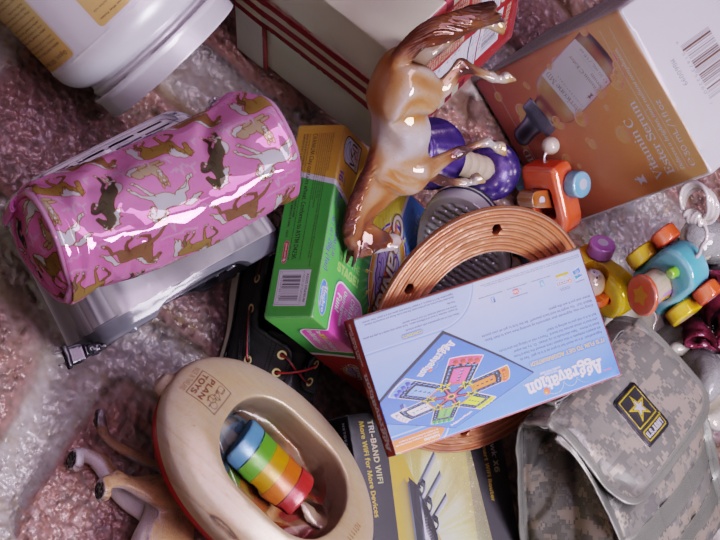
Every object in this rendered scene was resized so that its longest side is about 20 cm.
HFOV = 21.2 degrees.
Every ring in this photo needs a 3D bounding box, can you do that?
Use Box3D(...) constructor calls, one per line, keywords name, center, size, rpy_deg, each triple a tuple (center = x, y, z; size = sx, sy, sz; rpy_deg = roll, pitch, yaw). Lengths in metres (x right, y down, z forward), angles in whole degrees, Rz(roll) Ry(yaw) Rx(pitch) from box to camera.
Box3D(name="ring", center=(0.087, 0.044, 1.457), size=(0.200, 0.019, 0.201), rpy_deg=(-14, 118, -27))

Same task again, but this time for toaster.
Box3D(name="toaster", center=(-0.168, -0.026, 1.393), size=(0.200, 0.114, 0.129), rpy_deg=(-30, 91, -28))

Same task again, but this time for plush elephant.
Box3D(name="plush elephant", center=(0.298, 0.050, 1.634), size=(0.164, 0.200, 0.155), rpy_deg=(24, 89, -10))

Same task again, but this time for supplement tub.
Box3D(name="supplement tub", center=(-0.204, -0.225, 1.396), size=(0.200, 0.145, 0.145), rpy_deg=(47, 60, -13))

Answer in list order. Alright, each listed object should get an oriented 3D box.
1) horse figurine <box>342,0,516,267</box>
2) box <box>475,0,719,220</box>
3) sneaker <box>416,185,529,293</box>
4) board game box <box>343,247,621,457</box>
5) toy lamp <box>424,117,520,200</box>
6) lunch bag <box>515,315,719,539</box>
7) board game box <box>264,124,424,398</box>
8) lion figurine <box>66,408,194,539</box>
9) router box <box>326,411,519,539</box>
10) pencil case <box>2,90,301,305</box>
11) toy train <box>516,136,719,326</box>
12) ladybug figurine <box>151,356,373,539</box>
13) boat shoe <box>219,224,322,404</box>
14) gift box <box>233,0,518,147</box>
Box3D(name="horse figurine", center=(0.047, -0.107, 1.368), size=(0.132, 0.200, 0.050), rpy_deg=(-14, 41, -26))
Box3D(name="box", center=(0.220, -0.144, 1.595), size=(0.106, 0.200, 0.153), rpy_deg=(-36, 98, -33))
Box3D(name="sneaker", center=(0.096, -0.005, 1.528), size=(0.200, 0.078, 0.080), rpy_deg=(78, 31, -44))
Box3D(name="board game box", center=(0.092, 0.058, 1.410), size=(0.199, 0.019, 0.103), rpy_deg=(-17, 86, -26))
Box3D(name="toy lamp", center=(0.074, -0.088, 1.518), size=(0.200, 0.058, 0.058), rpy_deg=(1, 75, -69))
Box3D(name="lunch bag", center=(0.201, 0.155, 1.514), size=(0.164, 0.117, 0.201), rpy_deg=(-42, 125, -44))
Box3D(name="board game box", center=(0.000, 0.000, 1.462), size=(0.200, 0.040, 0.154), rpy_deg=(41, 53, -57))
Box3D(name="lion figurine", center=(-0.145, 0.204, 1.375), size=(0.122, 0.072, 0.201), rpy_deg=(14, 67, -35))
Box3D(name="router box", center=(0.050, 0.206, 1.486), size=(0.157, 0.052, 0.201), rpy_deg=(-4, 80, -41))
Box3D(name="pencil case", center=(-0.139, -0.051, 1.305), size=(0.200, 0.086, 0.083), rpy_deg=(-27, 130, -26))
Box3D(name="toy train", center=(0.199, -0.024, 1.562), size=(0.056, 0.200, 0.151), rpy_deg=(-27, 117, -36))
Box3D(name="ladybug figurine", center=(-0.078, 0.148, 1.382), size=(0.200, 0.072, 0.136), rpy_deg=(48, 47, -11))
Box3D(name="boat shoe", center=(-0.064, 0.062, 1.462), size=(0.073, 0.063, 0.202), rpy_deg=(12, 74, -33))
Box3D(name="gift box", center=(0.013, -0.231, 1.482), size=(0.187, 0.185, 0.200), rpy_deg=(38, 64, 15))
